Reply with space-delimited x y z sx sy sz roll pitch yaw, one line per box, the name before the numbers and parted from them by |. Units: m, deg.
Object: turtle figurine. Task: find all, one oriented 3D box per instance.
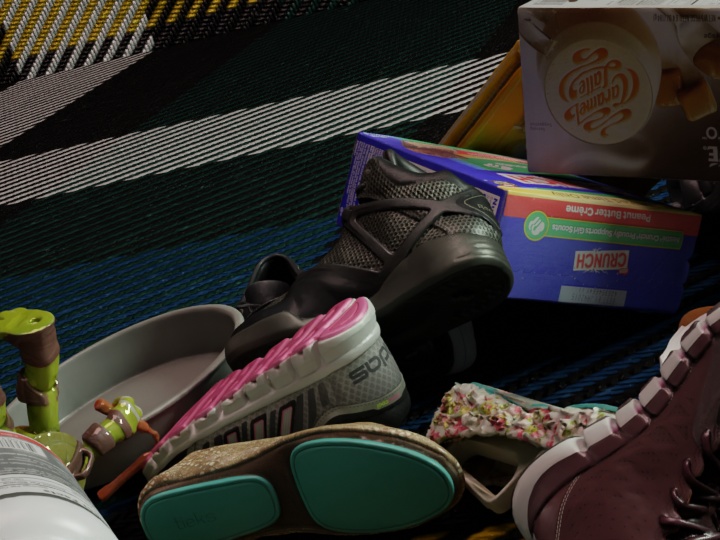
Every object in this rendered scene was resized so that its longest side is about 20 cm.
turtle figurine | -0.199 0.115 1.018 0.199 0.163 0.064 -34 39 -29

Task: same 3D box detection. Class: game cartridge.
game cartridge | 0.167 -0.103 1.338 0.198 0.033 0.177 4 -33 -26

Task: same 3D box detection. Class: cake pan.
cake pan | -0.163 0.090 1.201 0.198 0.037 0.201 -23 18 8

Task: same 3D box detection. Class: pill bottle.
pill bottle | -0.177 0.160 0.883 0.115 0.117 0.200 -20 17 -16

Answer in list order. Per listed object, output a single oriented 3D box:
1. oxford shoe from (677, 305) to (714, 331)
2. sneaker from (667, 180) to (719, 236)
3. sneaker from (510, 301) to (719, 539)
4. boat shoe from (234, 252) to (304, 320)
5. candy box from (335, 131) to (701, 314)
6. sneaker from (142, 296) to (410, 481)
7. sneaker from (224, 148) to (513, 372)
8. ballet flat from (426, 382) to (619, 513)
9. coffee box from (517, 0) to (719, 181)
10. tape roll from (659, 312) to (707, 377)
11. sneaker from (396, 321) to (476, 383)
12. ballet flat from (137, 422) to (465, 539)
oxford shoe | 0.280 0.013 1.042 0.198 0.072 0.071 -12 17 17
sneaker | 0.289 -0.083 1.316 0.113 0.076 0.200 -5 21 24
sneaker | 0.161 0.097 0.773 0.200 0.075 0.116 -45 42 26
boat shoe | -0.065 0.036 1.293 0.074 0.067 0.200 -11 16 11
candy box | 0.105 -0.034 1.210 0.167 0.078 0.200 6 12 -32
sneaker | -0.048 0.099 1.060 0.199 0.088 0.074 -34 8 27
sneaker | 0.000 0.000 1.107 0.198 0.076 0.115 -29 46 23
ballet flat | 0.098 0.105 0.927 0.064 0.076 0.199 -50 22 -18
coffee box | 0.210 -0.123 1.136 0.198 0.116 0.080 6 21 31
tape roll | 0.256 0.062 0.895 0.200 0.072 0.203 -14 16 4
sneaker | -0.007 0.035 1.220 0.113 0.076 0.200 -18 18 -20
ballet flat | -0.032 0.114 0.986 0.198 0.071 0.065 -8 19 19
